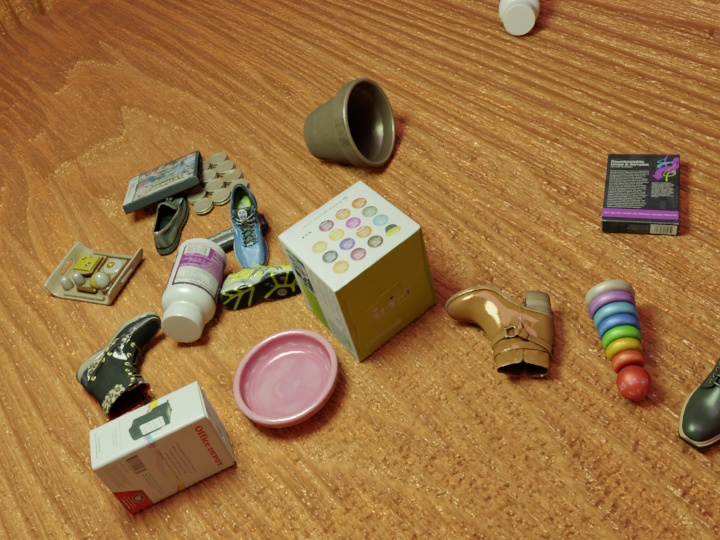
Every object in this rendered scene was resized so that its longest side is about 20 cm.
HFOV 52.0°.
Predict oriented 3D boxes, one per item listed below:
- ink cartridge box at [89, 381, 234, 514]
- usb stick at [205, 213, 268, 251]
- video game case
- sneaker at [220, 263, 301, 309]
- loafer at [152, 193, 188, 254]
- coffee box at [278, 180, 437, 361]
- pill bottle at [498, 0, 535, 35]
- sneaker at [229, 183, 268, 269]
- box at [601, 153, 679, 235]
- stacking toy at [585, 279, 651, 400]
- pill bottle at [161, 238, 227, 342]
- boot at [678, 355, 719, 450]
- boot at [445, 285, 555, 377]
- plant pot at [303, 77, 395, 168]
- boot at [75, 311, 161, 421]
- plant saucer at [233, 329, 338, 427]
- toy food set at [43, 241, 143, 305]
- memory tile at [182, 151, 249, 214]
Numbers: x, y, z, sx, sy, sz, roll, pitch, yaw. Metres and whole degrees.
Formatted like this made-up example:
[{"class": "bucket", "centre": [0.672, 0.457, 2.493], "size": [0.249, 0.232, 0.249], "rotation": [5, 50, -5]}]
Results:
[{"class": "ink cartridge box", "centre": [-0.328, 0.297, 1.234], "size": [0.196, 0.148, 0.083], "rotation": [-24, 42, -7]}, {"class": "usb stick", "centre": [-0.298, -0.071, 1.657], "size": [0.196, 0.033, 0.056], "rotation": [-25, 45, -6]}, {"class": "video game case", "centre": [-0.489, -0.223, 1.832], "size": [0.195, 0.026, 0.182], "rotation": [-23, 30, 2]}, {"class": "sneaker", "centre": [-0.195, 0.014, 1.512], "size": [0.194, 0.077, 0.078], "rotation": [-12, 45, 5]}, {"class": "loafer", "centre": [-0.451, -0.129, 1.741], "size": [0.070, 0.064, 0.203], "rotation": [-11, 45, 7]}, {"class": "coffee box", "centre": [0.000, 0.000, 1.370], "size": [0.198, 0.203, 0.197], "rotation": [-35, 47, -16]}, {"class": "pill bottle", "centre": [0.426, -0.724, 1.984], "size": [0.109, 0.114, 0.203], "rotation": [-3, 46, 15]}, {"class": "sneaker", "centre": [-0.250, -0.094, 1.593], "size": [0.076, 0.089, 0.205], "rotation": [-15, 72, -2]}, {"class": "box", "centre": [0.554, -0.154, 1.453], "size": [0.139, 0.037, 0.203], "rotation": [4, 50, 21]}, {"class": "stacking toy", "centre": [0.429, 0.120, 1.211], "size": [0.083, 0.086, 0.204], "rotation": [-9, 52, 10]}, {"class": "pill bottle", "centre": [-0.343, 0.042, 1.508], "size": [0.109, 0.114, 0.204], "rotation": [-6, 46, 13]}, {"class": "boot", "centre": [0.538, 0.153, 1.090], "size": [0.077, 0.140, 0.200], "rotation": [27, 60, 36]}, {"class": "boot", "centre": [0.240, 0.113, 1.286], "size": [0.194, 0.078, 0.158], "rotation": [3, 52, 11]}, {"class": "plant pot", "centre": [-0.039, -0.330, 1.728], "size": [0.171, 0.202, 0.203], "rotation": [-6, 42, 37]}, {"class": "boot", "centre": [-0.446, 0.185, 1.431], "size": [0.199, 0.074, 0.150], "rotation": [-40, 47, -15]}, {"class": "plant saucer", "centre": [-0.130, 0.200, 1.330], "size": [0.194, 0.052, 0.204], "rotation": [-9, 46, 10]}, {"class": "toy food set", "centre": [-0.604, -0.004, 1.674], "size": [0.195, 0.061, 0.146], "rotation": [7, 50, 23]}, {"class": "memory tile", "centre": [-0.370, -0.219, 1.835], "size": [0.151, 0.017, 0.200], "rotation": [-31, 45, -11]}]
